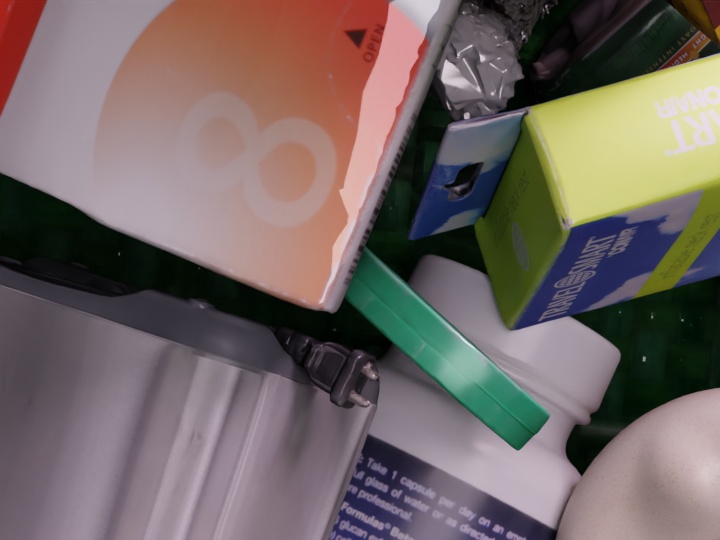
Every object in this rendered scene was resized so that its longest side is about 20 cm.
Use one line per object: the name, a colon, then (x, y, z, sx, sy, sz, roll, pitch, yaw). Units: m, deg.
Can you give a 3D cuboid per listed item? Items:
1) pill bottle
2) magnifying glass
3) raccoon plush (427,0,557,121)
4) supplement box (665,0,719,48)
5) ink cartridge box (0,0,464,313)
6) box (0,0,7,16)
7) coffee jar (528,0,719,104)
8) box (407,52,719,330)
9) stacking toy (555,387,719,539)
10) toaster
pill bottle: (0.014, 0.102, 0.980, 0.111, 0.111, 0.201, 27, 85, -14)
magnifying glass: (0.000, 0.000, 0.934, 0.022, 0.200, 0.080, -49, 130, 0)
raccoon plush: (0.068, -0.109, 0.949, 0.133, 0.200, 0.097, -23, 128, -4)
supplement box: (0.070, -0.209, 0.822, 0.133, 0.197, 0.200, -44, 63, -1)
ink cartridge box: (-0.069, -0.098, 0.834, 0.199, 0.050, 0.163, 22, 90, 0)
box: (-0.117, -0.166, 0.916, 0.182, 0.105, 0.202, -6, 93, 6)
coffee jar: (0.162, -0.033, 1.023, 0.104, 0.085, 0.200, -43, 102, 7)
box: (0.121, -0.035, 0.904, 0.199, 0.122, 0.048, -16, 75, -10)
stacking toy: (0.167, 0.108, 0.990, 0.145, 0.200, 0.147, 2, 93, 27)
toaster: (-0.083, 0.068, 0.909, 0.113, 0.199, 0.130, 19, 87, -55)
